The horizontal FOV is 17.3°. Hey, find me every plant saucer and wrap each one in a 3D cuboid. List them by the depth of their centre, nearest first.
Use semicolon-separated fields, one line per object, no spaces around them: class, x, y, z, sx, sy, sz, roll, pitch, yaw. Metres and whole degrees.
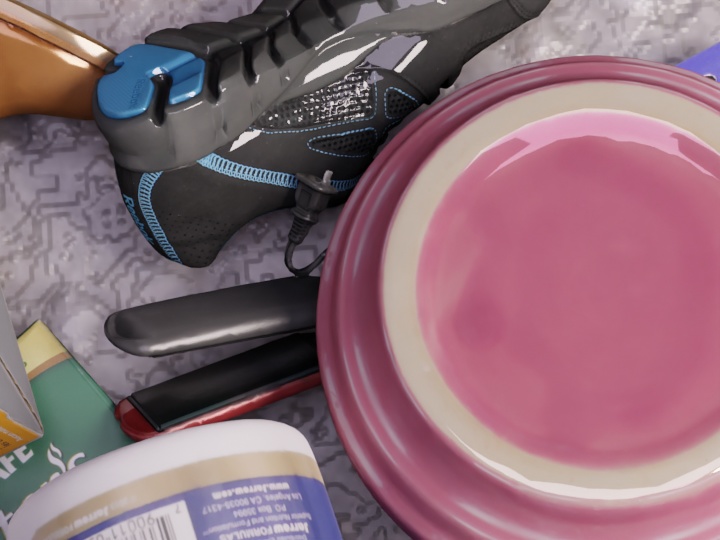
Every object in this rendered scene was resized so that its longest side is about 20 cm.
plant saucer;0.083;0.013;0.814;0.199;0.051;0.202;-1;71;3

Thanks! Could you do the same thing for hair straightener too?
hair straightener;0.000;0.000;0.868;0.199;0.041;0.078;-15;117;-17

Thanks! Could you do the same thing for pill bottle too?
pill bottle;-0.039;0.161;0.774;0.110;0.111;0.201;-18;71;-4

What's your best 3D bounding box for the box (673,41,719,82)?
box;0.167;0.009;0.871;0.119;0.042;0.201;-27;68;-22

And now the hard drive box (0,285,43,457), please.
hard drive box;-0.234;0.046;0.799;0.199;0.156;0.077;-26;65;12

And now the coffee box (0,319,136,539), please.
coffee box;-0.099;0.132;0.871;0.123;0.044;0.200;-39;83;-6

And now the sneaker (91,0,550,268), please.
sneaker;-0.009;-0.074;0.902;0.199;0.082;0.073;-26;39;-19

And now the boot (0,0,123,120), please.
boot;-0.188;-0.035;0.892;0.198;0.074;0.156;11;88;0
